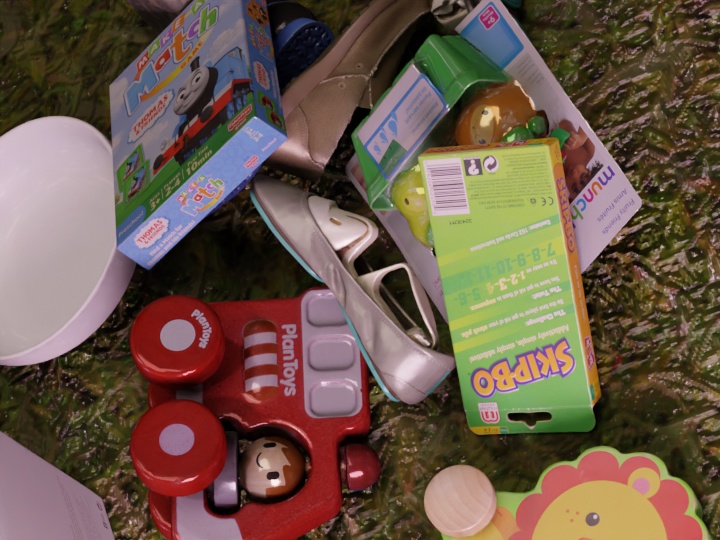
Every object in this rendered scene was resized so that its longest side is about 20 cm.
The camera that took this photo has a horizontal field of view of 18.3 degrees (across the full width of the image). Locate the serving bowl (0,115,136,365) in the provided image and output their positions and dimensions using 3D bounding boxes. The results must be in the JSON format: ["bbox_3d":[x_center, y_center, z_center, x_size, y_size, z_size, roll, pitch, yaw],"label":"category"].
[{"bbox_3d":[-0.241,-0.015,1.726,0.199,0.066,0.201,-15,62,30],"label":"serving bowl"}]

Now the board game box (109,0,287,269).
[{"bbox_3d":[-0.123,-0.117,1.637,0.151,0.037,0.200,-42,33,24],"label":"board game box"}]

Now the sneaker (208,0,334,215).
[{"bbox_3d":[-0.104,-0.123,1.721,0.200,0.070,0.078,-48,42,-3],"label":"sneaker"}]

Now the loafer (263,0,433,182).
[{"bbox_3d":[-0.007,-0.136,1.657,0.067,0.076,0.200,45,65,-3],"label":"loafer"}]

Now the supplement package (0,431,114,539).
[{"bbox_3d":[-0.261,0.232,1.536,0.147,0.200,0.192,-31,55,10],"label":"supplement package"}]

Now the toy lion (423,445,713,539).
[{"bbox_3d":[0.129,0.209,1.434,0.191,0.069,0.201,5,68,22],"label":"toy lion"}]

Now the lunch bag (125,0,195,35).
[{"bbox_3d":[-0.118,-0.293,1.747,0.117,0.164,0.200,27,80,38],"label":"lunch bag"}]

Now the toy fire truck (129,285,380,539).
[{"bbox_3d":[-0.072,0.105,1.567,0.167,0.112,0.201,-5,59,2],"label":"toy fire truck"}]

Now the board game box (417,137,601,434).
[{"bbox_3d":[0.102,0.013,1.500,0.095,0.030,0.201,-3,104,26],"label":"board game box"}]

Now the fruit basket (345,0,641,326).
[{"bbox_3d":[0.082,-0.059,1.545,0.185,0.093,0.200,-49,54,32],"label":"fruit basket"}]

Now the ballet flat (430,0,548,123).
[{"bbox_3d":[0.090,-0.184,1.646,0.068,0.068,0.201,-27,56,22],"label":"ballet flat"}]

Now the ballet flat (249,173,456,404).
[{"bbox_3d":[0.000,0.000,1.567,0.064,0.067,0.200,-38,77,16],"label":"ballet flat"}]
